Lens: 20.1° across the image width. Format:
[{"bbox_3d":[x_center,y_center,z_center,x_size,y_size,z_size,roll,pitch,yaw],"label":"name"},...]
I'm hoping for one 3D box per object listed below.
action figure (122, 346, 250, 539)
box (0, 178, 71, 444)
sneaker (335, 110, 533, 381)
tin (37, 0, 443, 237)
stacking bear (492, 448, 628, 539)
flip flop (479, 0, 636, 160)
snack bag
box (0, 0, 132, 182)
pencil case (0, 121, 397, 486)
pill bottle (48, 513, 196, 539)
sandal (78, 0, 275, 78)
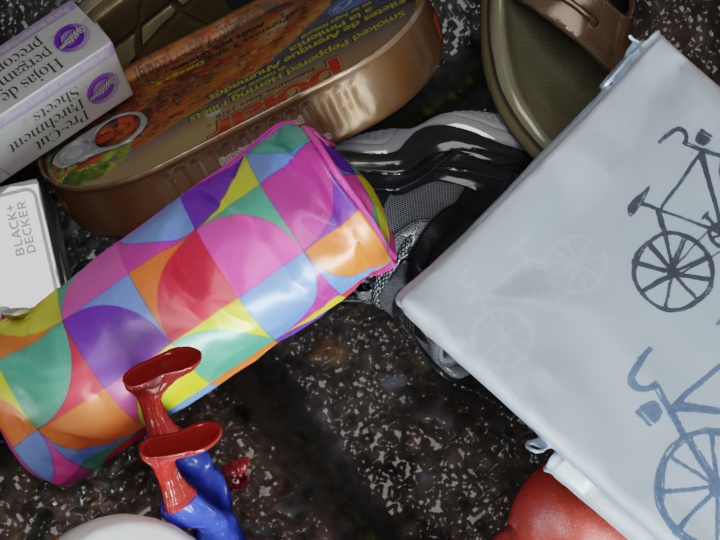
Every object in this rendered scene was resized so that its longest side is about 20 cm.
[{"bbox_3d":[-0.060,0.116,0.899,0.052,0.200,0.066,-19,51,-9],"label":"action figure"},{"bbox_3d":[-0.234,0.037,0.967,0.199,0.060,0.117,-14,82,-3],"label":"box"},{"bbox_3d":[0.000,0.000,0.948,0.200,0.076,0.114,-17,54,-6],"label":"sneaker"},{"bbox_3d":[-0.055,-0.081,0.953,0.200,0.112,0.042,-26,118,0],"label":"tin"},{"bbox_3d":[0.130,0.066,0.911,0.121,0.114,0.200,28,65,4],"label":"stacking bear"},{"bbox_3d":[0.101,-0.133,0.983,0.081,0.057,0.201,7,72,-44],"label":"flip flop"},{"bbox_3d":[0.138,0.019,0.859,0.200,0.021,0.189,41,71,10],"label":"snack bag"},{"bbox_3d":[-0.199,-0.049,0.932,0.200,0.041,0.039,-35,57,-14],"label":"box"},{"bbox_3d":[-0.082,0.013,0.888,0.200,0.088,0.089,-32,83,3],"label":"pencil case"},{"bbox_3d":[-0.146,0.184,0.871,0.114,0.200,0.114,21,56,-35],"label":"pill bottle"},{"bbox_3d":[-0.060,-0.162,0.999,0.200,0.080,0.054,-30,50,2],"label":"sandal"}]
